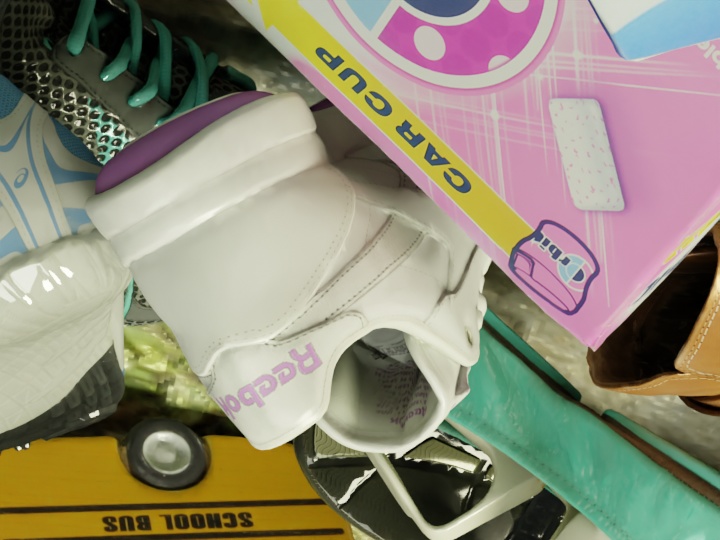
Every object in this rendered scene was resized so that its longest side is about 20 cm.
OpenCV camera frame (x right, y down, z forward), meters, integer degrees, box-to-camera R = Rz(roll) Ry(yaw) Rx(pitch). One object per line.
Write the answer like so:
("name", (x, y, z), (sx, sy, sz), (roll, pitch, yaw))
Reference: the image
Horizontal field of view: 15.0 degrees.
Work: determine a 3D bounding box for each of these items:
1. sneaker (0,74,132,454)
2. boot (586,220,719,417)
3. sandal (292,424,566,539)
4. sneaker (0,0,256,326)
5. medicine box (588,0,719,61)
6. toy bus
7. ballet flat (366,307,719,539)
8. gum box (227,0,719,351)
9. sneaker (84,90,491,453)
("sneaker", (-0.105, 0.007, 0.779), (0.071, 0.073, 0.200), (-16, 163, -19))
("boot", (0.165, -0.005, 0.752), (0.154, 0.077, 0.200), (11, 154, -20))
("sandal", (0.063, 0.087, 0.919), (0.201, 0.080, 0.057), (39, 179, -15))
("sneaker", (-0.070, -0.051, 0.797), (0.091, 0.078, 0.200), (-2, 146, 13))
("medicine box", (0.123, -0.158, 0.513), (0.181, 0.201, 0.103), (-13, 133, 28))
("toy bus", (-0.105, 0.100, 0.931), (0.199, 0.079, 0.065), (-1, 145, -22))
("ballet flat", (0.056, 0.063, 0.822), (0.200, 0.071, 0.067), (36, 178, 22))
("gum box", (0.026, -0.094, 0.667), (0.200, 0.066, 0.114), (44, 137, 6))
("sneaker", (0.000, 0.000, 0.742), (0.075, 0.200, 0.100), (-31, 84, 28))
